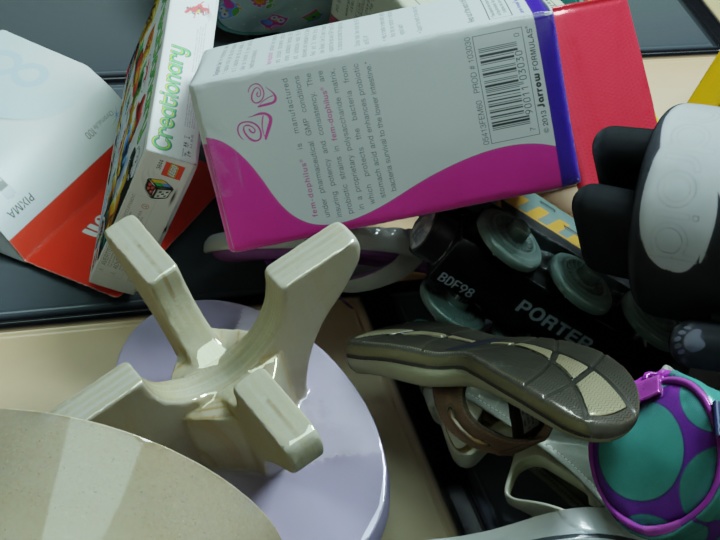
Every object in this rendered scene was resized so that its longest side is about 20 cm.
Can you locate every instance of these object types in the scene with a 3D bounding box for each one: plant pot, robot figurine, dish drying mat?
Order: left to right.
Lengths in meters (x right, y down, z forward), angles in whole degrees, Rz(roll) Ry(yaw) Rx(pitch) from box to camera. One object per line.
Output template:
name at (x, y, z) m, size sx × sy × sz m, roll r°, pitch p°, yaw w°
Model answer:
plant pot at (-0.147, 0.193, 0.678) m, size 0.187 × 0.187 × 0.200 m, roll 14°, pitch 55°, yaw 3°
dish drying mat at (0.172, -0.084, 1.066) m, size 0.077 × 0.200 × 0.018 m, roll -15°, pitch 3°, yaw -31°
robot figurine at (0.221, -0.024, 0.864) m, size 0.200 × 0.150 × 0.125 m, roll 10°, pitch 10°, yaw 22°

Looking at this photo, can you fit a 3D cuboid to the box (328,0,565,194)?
box at (0.079, -0.152, 1.155) m, size 0.128 × 0.109 × 0.200 m, roll -14°, pitch 47°, yaw -29°

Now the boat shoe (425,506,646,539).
boat shoe at (0.072, 0.173, 0.811) m, size 0.200 × 0.072 × 0.068 m, roll -3°, pitch 45°, yaw -17°

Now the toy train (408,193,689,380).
toy train at (0.115, 0.007, 0.967) m, size 0.200 × 0.085 × 0.114 m, roll 29°, pitch 31°, yaw -17°

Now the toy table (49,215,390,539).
toy table at (-0.068, 0.063, 0.842) m, size 0.200 × 0.117 × 0.184 m, roll 33°, pitch 65°, yaw 29°

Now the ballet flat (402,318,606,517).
ballet flat at (0.088, 0.097, 0.910) m, size 0.200 × 0.067 × 0.064 m, roll 31°, pitch 71°, yaw 25°

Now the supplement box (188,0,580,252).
supplement box at (0.013, -0.089, 0.898) m, size 0.200 × 0.101 × 0.103 m, roll -11°, pitch 20°, yaw 2°

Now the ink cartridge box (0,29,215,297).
ink cartridge box at (-0.205, -0.076, 1.051) m, size 0.200 × 0.047 × 0.160 m, roll 22°, pitch 42°, yaw 15°

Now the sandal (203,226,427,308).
sandal at (0.002, -0.001, 1.006) m, size 0.202 × 0.082 × 0.050 m, roll 2°, pitch 84°, yaw -13°

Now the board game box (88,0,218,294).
board game box at (-0.129, -0.100, 1.005) m, size 0.035 × 0.126 × 0.200 m, roll 16°, pitch 46°, yaw -16°

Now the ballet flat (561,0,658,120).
ballet flat at (0.188, -0.152, 1.225) m, size 0.067 × 0.067 × 0.200 m, roll 17°, pitch 39°, yaw -27°

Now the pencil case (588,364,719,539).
pencil case at (0.219, 0.107, 0.856) m, size 0.200 × 0.085 × 0.093 m, roll 15°, pitch 69°, yaw -40°

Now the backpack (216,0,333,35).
backpack at (-0.041, -0.263, 1.225) m, size 0.200 × 0.167 × 0.127 m, roll -7°, pitch 48°, yaw -11°

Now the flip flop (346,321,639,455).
flip flop at (0.068, 0.067, 0.846) m, size 0.081 × 0.058 × 0.200 m, roll -7°, pitch 11°, yaw -42°

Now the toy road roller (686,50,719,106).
toy road roller at (0.327, -0.113, 1.182) m, size 0.123 × 0.146 × 0.200 m, roll 31°, pitch 82°, yaw 21°
